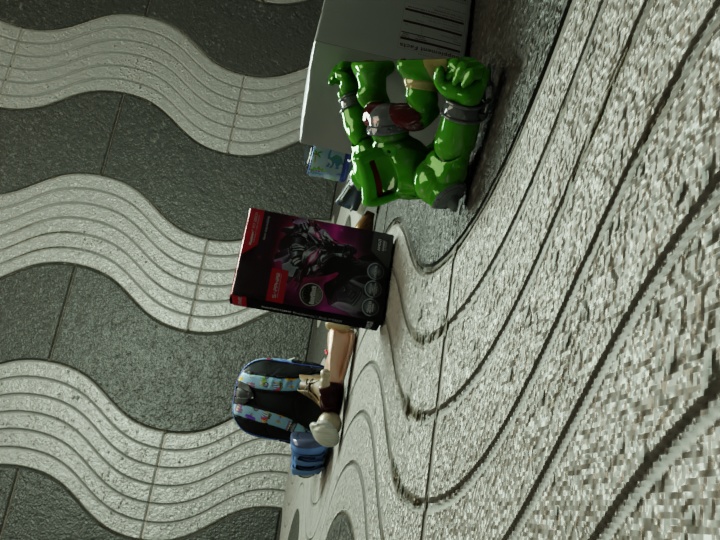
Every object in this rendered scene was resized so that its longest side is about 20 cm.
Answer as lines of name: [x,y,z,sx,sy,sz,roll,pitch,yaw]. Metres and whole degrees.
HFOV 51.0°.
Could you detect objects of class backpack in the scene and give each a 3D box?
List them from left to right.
backpack: [-0.170,0.275,1.620,0.135,0.198,0.184,165,114,-84]
backpack: [-0.035,-0.274,1.543,0.200,0.146,0.184,-82,5,-67]

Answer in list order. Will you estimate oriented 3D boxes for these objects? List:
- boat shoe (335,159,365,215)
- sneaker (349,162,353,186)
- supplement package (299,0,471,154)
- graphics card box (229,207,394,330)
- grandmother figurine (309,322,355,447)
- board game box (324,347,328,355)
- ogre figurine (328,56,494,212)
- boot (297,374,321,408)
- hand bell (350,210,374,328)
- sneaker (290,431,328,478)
boat shoe: [0.011,-0.192,1.292,0.075,0.061,0.201,-74,5,-59]
sneaker: [0.019,-0.142,1.096,0.200,0.070,0.109,-75,4,-55]
supplement package: [0.027,-0.253,0.818,0.191,0.146,0.201,113,168,-67]
graphics card box: [-0.062,-0.001,0.991,0.051,0.198,0.126,113,168,-69]
grandmother figurine: [-0.045,0.190,1.251,0.121,0.060,0.201,44,-132,-63]
board game box: [-0.052,0.117,1.525,0.201,0.039,0.159,-84,7,-46]
ogre figurine: [0.035,-0.119,0.645,0.098,0.199,0.121,-21,-65,-50]
boot: [-0.078,0.227,1.398,0.200,0.075,0.074,164,119,-80]
hand bell: [-0.022,-0.010,1.325,0.104,0.104,0.201,-159,91,-85]
sneaker: [-0.093,0.339,1.385,0.200,0.073,0.083,92,-175,-74]
